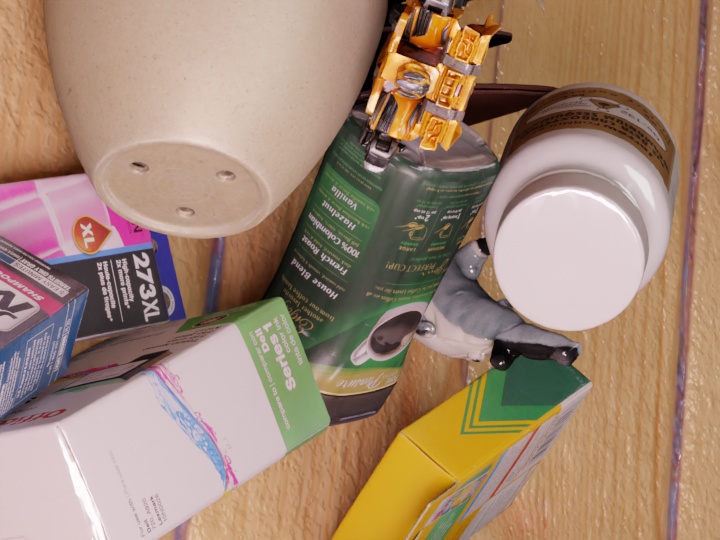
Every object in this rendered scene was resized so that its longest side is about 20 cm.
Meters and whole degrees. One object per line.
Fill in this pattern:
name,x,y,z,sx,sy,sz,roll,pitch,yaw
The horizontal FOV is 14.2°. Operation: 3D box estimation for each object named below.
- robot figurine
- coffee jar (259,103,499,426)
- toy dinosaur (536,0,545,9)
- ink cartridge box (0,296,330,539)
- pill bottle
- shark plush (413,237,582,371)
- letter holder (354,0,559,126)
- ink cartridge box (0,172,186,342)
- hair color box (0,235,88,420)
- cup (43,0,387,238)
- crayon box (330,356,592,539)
robot figurine,0.044,-0.134,1.639,0.058,0.145,0.200,19,23,-3
coffee jar,0.000,0.000,1.740,0.104,0.085,0.200,-8,130,-53
toy dinosaur,0.065,-0.273,2.011,0.200,0.058,0.101,42,65,-26
ink cartridge box,-0.137,0.095,1.567,0.200,0.145,0.084,-30,103,-50
pill bottle,0.134,-0.037,1.759,0.200,0.114,0.115,-65,133,-70
shark plush,0.057,0.009,1.814,0.091,0.200,0.083,21,98,-35
letter holder,0.017,-0.142,1.828,0.200,0.142,0.101,-5,83,-51
ink cartridge box,-0.166,-0.006,1.652,0.200,0.037,0.095,-11,88,-54
hair color box,-0.236,0.046,1.466,0.200,0.100,0.061,-39,153,-54
cup,-0.091,-0.105,1.627,0.200,0.200,0.143,37,47,-39
crayon box,0.053,0.132,1.806,0.052,0.126,0.200,41,37,14
